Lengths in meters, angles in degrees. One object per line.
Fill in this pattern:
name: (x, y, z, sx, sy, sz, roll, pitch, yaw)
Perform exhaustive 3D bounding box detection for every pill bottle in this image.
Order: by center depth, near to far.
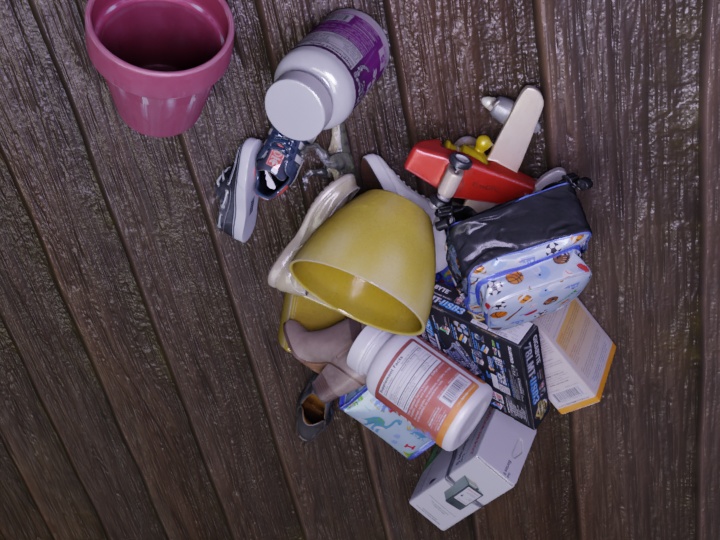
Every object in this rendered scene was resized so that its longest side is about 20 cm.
pill bottle: (-0.044, -0.251, 1.253, 0.111, 0.200, 0.113, 14, 131, 17)
pill bottle: (0.081, 0.159, 1.394, 0.199, 0.112, 0.113, 35, 136, 21)

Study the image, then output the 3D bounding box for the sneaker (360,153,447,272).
sneaker: (0.075, -0.091, 1.421, 0.201, 0.084, 0.073, 59, 160, 1)

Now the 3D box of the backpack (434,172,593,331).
backpack: (0.199, -0.013, 1.223, 0.198, 0.155, 0.191, -14, 167, -1)

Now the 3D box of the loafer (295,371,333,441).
loafer: (-0.087, 0.252, 1.756, 0.072, 0.072, 0.201, 23, 133, 8)

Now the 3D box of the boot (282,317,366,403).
boot: (-0.034, 0.110, 1.544, 0.146, 0.200, 0.070, -44, 141, 13)

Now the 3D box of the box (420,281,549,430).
box: (0.169, 0.116, 1.381, 0.198, 0.050, 0.201, 27, 150, 36)

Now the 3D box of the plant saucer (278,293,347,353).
plant saucer: (-0.050, 0.099, 1.635, 0.199, 0.049, 0.201, 22, 132, 10)

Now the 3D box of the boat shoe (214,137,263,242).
boat shoe: (-0.196, -0.131, 1.520, 0.067, 0.072, 0.201, 22, 139, 8)

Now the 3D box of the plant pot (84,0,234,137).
plant pot: (-0.282, -0.293, 1.366, 0.199, 0.201, 0.179, 28, 149, 5)

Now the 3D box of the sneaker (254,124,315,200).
sneaker: (-0.111, -0.184, 1.419, 0.075, 0.085, 0.201, 25, 132, 7)

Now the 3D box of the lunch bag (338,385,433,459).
lunch bag: (0.089, 0.185, 1.569, 0.170, 0.128, 0.200, 39, 112, -24)

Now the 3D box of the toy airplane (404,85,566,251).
toy airplane: (0.172, -0.133, 1.297, 0.199, 0.142, 0.200, -27, 130, 4)

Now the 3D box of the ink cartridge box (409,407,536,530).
ink cartridge box: (0.188, 0.324, 1.621, 0.084, 0.146, 0.200, 39, 132, -5)

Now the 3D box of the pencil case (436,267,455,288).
pencil case: (0.172, 0.070, 1.473, 0.086, 0.078, 0.201, -29, 115, -6)

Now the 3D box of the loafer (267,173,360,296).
loafer: (-0.055, -0.047, 1.388, 0.068, 0.076, 0.201, 35, 102, 5)

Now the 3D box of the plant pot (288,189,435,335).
plant pot: (0.023, -0.022, 1.299, 0.199, 0.143, 0.200, 24, 163, 8)

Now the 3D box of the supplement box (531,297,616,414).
supplement box: (0.276, 0.090, 1.406, 0.073, 0.126, 0.200, -28, 109, 41)

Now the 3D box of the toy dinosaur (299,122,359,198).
toy dinosaur: (-0.045, -0.158, 1.419, 0.087, 0.048, 0.201, -11, 118, -8)
